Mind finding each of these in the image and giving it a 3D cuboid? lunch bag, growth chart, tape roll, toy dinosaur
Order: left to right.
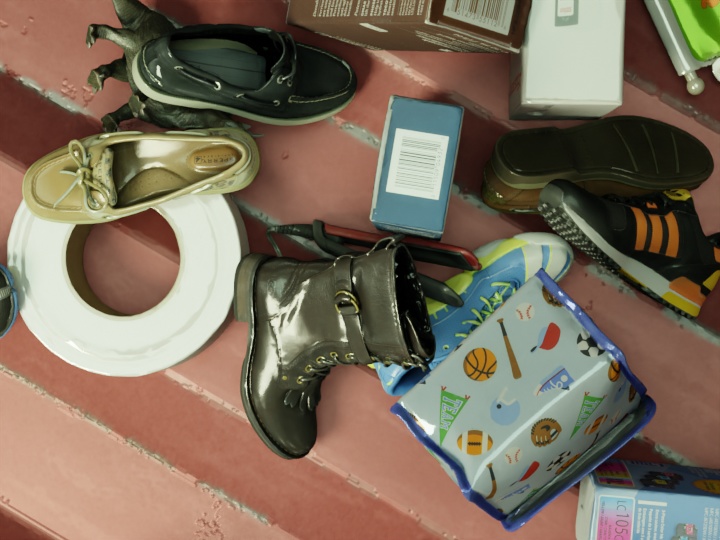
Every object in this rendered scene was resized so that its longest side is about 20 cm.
[{"bbox_3d":[-0.197,-0.011,1.453,0.202,0.071,0.203,0,90,4],"label":"tape roll"},{"bbox_3d":[-0.179,-0.173,1.456,0.200,0.102,0.077,57,137,14],"label":"toy dinosaur"},{"bbox_3d":[0.142,0.116,1.371,0.170,0.200,0.124,-40,66,1],"label":"lunch bag"},{"bbox_3d":[0.334,-0.253,1.447,0.200,0.018,0.145,-33,88,2],"label":"growth chart"}]

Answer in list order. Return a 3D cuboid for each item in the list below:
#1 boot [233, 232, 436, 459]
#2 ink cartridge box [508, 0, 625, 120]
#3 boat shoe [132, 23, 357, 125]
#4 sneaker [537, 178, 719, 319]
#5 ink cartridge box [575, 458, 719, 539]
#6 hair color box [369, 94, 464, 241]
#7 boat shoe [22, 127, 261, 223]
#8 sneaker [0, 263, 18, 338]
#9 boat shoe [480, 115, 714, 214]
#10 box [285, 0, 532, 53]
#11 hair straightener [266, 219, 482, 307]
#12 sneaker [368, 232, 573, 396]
[{"bbox_3d":[-0.016,0.068,1.388,0.174,0.069,0.201,2,110,35],"label":"boot"},{"bbox_3d":[0.170,-0.228,1.399,0.084,0.146,0.201,2,90,0],"label":"ink cartridge box"},{"bbox_3d":[-0.086,-0.172,1.414,0.199,0.066,0.075,7,63,-23],"label":"boat shoe"},{"bbox_3d":[0.229,-0.040,1.399,0.200,0.070,0.090,34,90,-34],"label":"sneaker"},{"bbox_3d":[0.282,0.207,1.392,0.199,0.136,0.077,7,95,3],"label":"ink cartridge box"},{"bbox_3d":[0.045,-0.079,1.376,0.060,0.200,0.100,10,89,3],"label":"hair color box"},{"bbox_3d":[-0.183,-0.083,1.386,0.199,0.063,0.074,-13,89,3],"label":"boat shoe"},{"bbox_3d":[-0.374,0.043,1.433,0.199,0.083,0.071,-13,95,21],"label":"sneaker"},{"bbox_3d":[0.197,-0.083,1.437,0.199,0.068,0.072,1,55,-14],"label":"boat shoe"},{"bbox_3d":[0.037,-0.221,1.371,0.100,0.200,0.075,11,91,-35],"label":"box"},{"bbox_3d":[0.000,0.000,1.421,0.199,0.041,0.077,15,71,28],"label":"hair straightener"},{"bbox_3d":[0.095,0.048,1.418,0.199,0.076,0.105,-26,48,12],"label":"sneaker"}]
